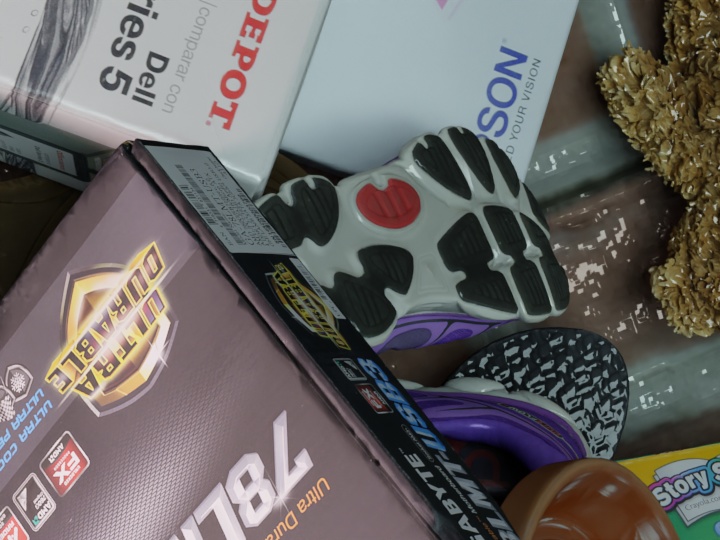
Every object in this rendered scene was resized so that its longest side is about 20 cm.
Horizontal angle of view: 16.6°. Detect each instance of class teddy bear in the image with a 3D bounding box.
[{"bbox_3d":[0.165,-0.065,1.025,0.145,0.067,0.201,-15,91,-27],"label":"teddy bear"}]

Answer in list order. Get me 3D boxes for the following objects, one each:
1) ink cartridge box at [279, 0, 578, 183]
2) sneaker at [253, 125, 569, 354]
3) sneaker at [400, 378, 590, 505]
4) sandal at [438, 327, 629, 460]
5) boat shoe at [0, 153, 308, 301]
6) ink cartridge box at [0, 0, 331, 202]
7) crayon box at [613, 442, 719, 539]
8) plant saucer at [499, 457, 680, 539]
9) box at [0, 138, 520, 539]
[{"bbox_3d":[-0.004,-0.139,0.968,0.199,0.043,0.197,17,88,-20],"label":"ink cartridge box"},{"bbox_3d":[0.000,0.000,0.907,0.200,0.083,0.081,-9,73,-48],"label":"sneaker"},{"bbox_3d":[-0.013,0.068,0.927,0.199,0.083,0.081,0,90,6],"label":"sneaker"},{"bbox_3d":[0.040,0.109,0.994,0.075,0.045,0.200,29,93,4],"label":"sandal"},{"bbox_3d":[-0.109,-0.002,0.926,0.199,0.072,0.072,-14,78,-29],"label":"boat shoe"},{"bbox_3d":[-0.107,-0.116,0.874,0.199,0.084,0.146,20,73,-4],"label":"ink cartridge box"},{"bbox_3d":[0.198,0.127,1.012,0.199,0.058,0.119,-8,58,-18],"label":"crayon box"},{"bbox_3d":[0.078,0.165,0.845,0.200,0.032,0.201,28,58,-58],"label":"plant saucer"},{"bbox_3d":[-0.063,0.096,0.798,0.200,0.199,0.050,-49,154,23],"label":"box"}]
